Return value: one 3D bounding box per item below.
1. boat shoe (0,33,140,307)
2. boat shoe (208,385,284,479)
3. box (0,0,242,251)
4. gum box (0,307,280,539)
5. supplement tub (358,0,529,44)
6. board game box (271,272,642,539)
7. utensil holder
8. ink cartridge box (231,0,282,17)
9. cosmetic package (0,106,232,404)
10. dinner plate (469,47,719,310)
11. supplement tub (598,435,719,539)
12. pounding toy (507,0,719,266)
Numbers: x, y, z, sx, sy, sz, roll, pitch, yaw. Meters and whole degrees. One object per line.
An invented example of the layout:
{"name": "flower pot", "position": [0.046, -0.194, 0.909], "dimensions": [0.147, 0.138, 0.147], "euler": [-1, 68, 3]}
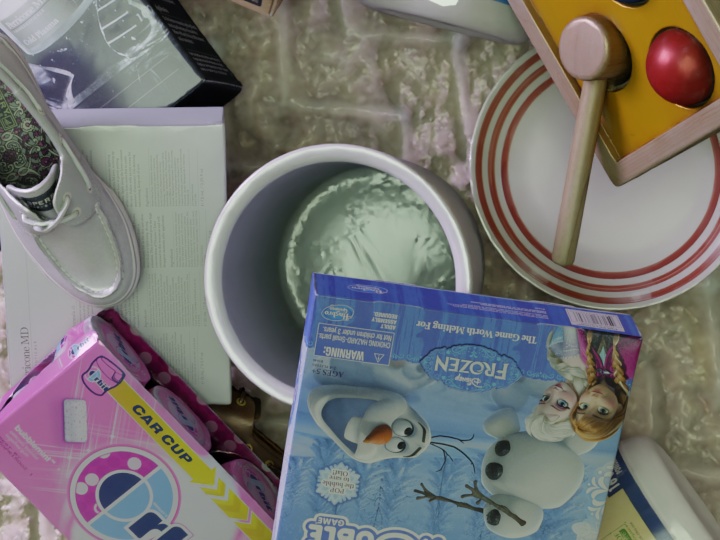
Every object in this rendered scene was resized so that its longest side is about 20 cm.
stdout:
{"name": "boat shoe", "position": [-0.200, -0.058, 1.169], "dimensions": [0.072, 0.069, 0.200], "euler": [-20, 109, 4]}
{"name": "boat shoe", "position": [-0.101, 0.110, 1.341], "dimensions": [0.068, 0.072, 0.200], "euler": [-43, 93, 3]}
{"name": "box", "position": [-0.227, -0.149, 1.317], "dimensions": [0.200, 0.124, 0.197], "euler": [-37, 86, 9]}
{"name": "gum box", "position": [-0.150, 0.130, 1.235], "dimensions": [0.113, 0.066, 0.200], "euler": [-39, 105, 13]}
{"name": "supplement tub", "position": [0.078, -0.263, 1.260], "dimensions": [0.132, 0.132, 0.200], "euler": [15, 96, 7]}
{"name": "board game box", "position": [0.054, 0.112, 1.141], "dimensions": [0.200, 0.043, 0.199], "euler": [7, 110, -5]}
{"name": "utensil holder", "position": [0.000, 0.000, 1.251], "dimensions": [0.170, 0.200, 0.170], "euler": [1, 94, 9]}
{"name": "ink cartridge box", "position": [-0.086, -0.283, 1.256], "dimensions": [0.165, 0.075, 0.200], "euler": [25, 52, 6]}
{"name": "cosmetic package", "position": [-0.163, -0.008, 1.250], "dimensions": [0.151, 0.052, 0.200], "euler": [-1, 109, -5]}
{"name": "dinner plate", "position": [0.175, -0.071, 1.297], "dimensions": [0.200, 0.024, 0.200], "euler": [0, 83, 1]}
{"name": "supplement tub", "position": [0.152, 0.222, 1.269], "dimensions": [0.200, 0.144, 0.144], "euler": [-36, 88, 8]}
{"name": "pounding toy", "position": [0.178, -0.135, 1.168], "dimensions": [0.142, 0.200, 0.184], "euler": [-28, 87, -31]}
